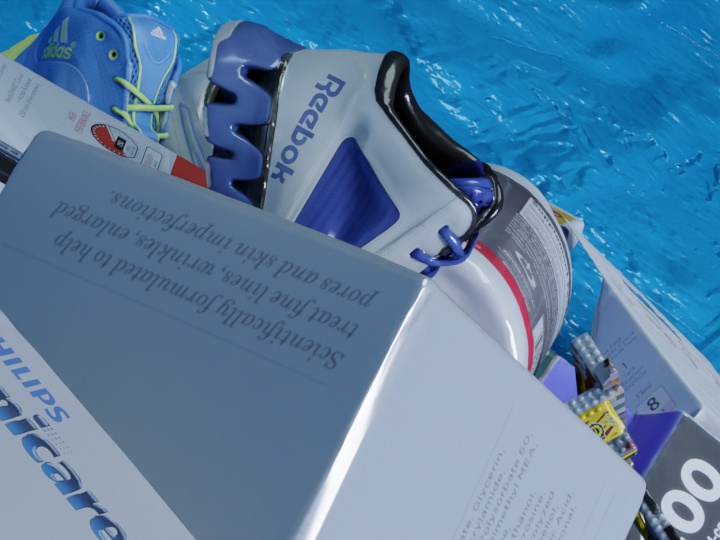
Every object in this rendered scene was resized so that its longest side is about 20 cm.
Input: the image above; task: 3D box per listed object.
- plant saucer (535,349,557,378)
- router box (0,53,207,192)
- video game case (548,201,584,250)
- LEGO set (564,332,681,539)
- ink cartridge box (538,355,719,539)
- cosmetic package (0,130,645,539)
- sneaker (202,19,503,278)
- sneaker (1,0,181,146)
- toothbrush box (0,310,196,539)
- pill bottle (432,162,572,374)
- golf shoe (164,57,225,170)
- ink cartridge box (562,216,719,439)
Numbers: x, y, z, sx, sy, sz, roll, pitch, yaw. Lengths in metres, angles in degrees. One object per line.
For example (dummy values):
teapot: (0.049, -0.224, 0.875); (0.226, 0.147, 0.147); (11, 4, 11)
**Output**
plant saucer: (0.100, 0.085, 1.144); (0.069, 0.019, 0.200); (7, 23, -24)
router box: (-0.149, -0.024, 0.969); (0.179, 0.049, 0.200); (30, 21, -10)
video game case: (0.018, -0.050, 1.361); (0.181, 0.023, 0.200); (30, 16, 15)
LEGO set: (0.056, 0.119, 0.930); (0.116, 0.199, 0.154); (74, -5, -62)
ink cartridge box: (0.114, 0.163, 1.013); (0.200, 0.043, 0.199); (37, 67, -2)
cosmetic package: (-0.036, 0.085, 0.804); (0.164, 0.166, 0.200); (21, -12, 32)
sneaker: (0.000, -0.001, 0.975); (0.114, 0.201, 0.081); (0, 7, 15)
sneaker: (-0.124, -0.062, 1.148); (0.075, 0.105, 0.200); (16, 31, -39)
toothbrush box: (-0.131, 0.131, 0.673); (0.146, 0.200, 0.086); (47, 29, 19)
pill bottle: (0.037, 0.011, 1.117); (0.111, 0.111, 0.200); (38, 20, 2)
golf shoe: (-0.042, -0.021, 1.202); (0.200, 0.097, 0.078); (48, 24, 19)
ink cartridge box: (0.177, 0.077, 1.351); (0.162, 0.057, 0.200); (42, 6, -35)
